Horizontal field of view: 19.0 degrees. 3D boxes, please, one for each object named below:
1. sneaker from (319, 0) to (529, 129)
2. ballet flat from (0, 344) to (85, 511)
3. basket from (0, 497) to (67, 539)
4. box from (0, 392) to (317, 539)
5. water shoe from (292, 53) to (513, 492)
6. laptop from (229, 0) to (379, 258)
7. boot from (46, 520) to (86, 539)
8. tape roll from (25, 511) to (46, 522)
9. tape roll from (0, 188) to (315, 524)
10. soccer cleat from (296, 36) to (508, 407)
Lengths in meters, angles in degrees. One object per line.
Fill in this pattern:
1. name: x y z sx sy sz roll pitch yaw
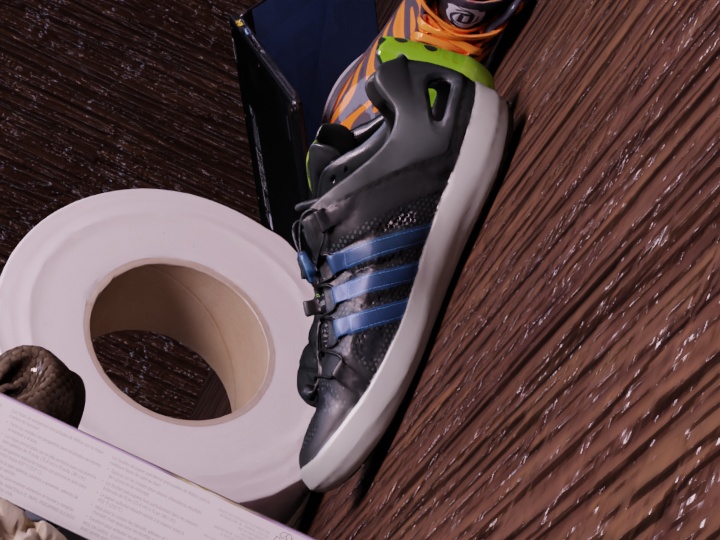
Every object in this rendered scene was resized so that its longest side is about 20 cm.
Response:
1. sneaker: 0.036 -0.119 1.175 0.112 0.077 0.201 136 158 -80
2. ballet flat: -0.175 0.124 0.926 0.067 0.046 0.201 4 67 42
3. basket: -0.133 0.203 0.783 0.162 0.197 0.200 -60 5 12
4. box: -0.098 0.095 0.884 0.039 0.199 0.042 56 -122 -77
5. water shoe: 0.000 0.000 0.979 0.072 0.078 0.201 141 152 -80
6. laptop: -0.007 -0.074 1.315 0.200 0.115 0.188 -124 22 -56
7. boot: -0.118 0.203 0.962 0.070 0.131 0.201 153 141 -81
8. tape roll: -0.161 0.202 1.016 0.204 0.202 0.037 -65 19 12
9. tape roll: -0.106 0.056 1.145 0.071 0.201 0.203 121 172 -48
10. soccer cleat: 0.001 -0.024 1.068 0.068 0.081 0.201 -77 12 -67
